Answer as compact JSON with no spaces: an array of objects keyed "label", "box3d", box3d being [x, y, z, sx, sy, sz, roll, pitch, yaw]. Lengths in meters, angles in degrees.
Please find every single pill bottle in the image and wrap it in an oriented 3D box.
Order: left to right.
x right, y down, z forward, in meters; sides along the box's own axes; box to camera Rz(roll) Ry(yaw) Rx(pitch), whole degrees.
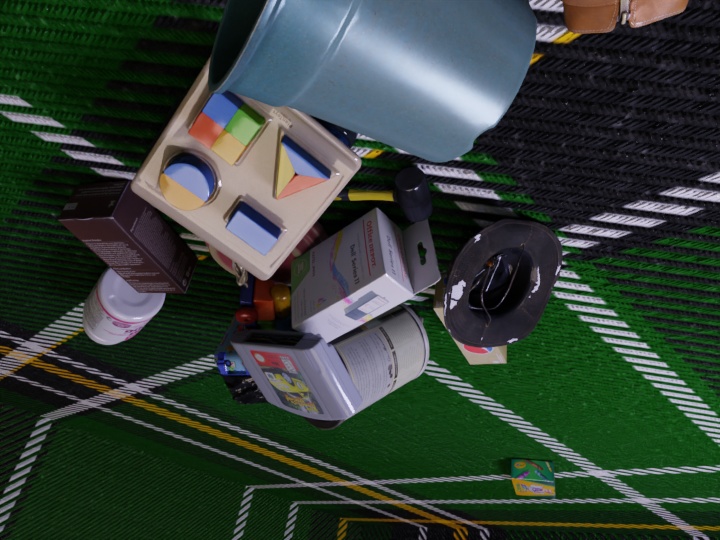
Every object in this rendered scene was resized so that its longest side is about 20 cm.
[{"label":"pill bottle","box3d":[-0.444,0.066,1.017,0.113,0.115,0.199,28,145,-25]}]

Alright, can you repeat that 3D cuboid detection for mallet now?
[{"label":"mallet","box3d":[-0.008,-0.102,0.693,0.197,0.042,0.066,8,148,14]}]

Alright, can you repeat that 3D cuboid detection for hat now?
[{"label":"hat","box3d":[0.174,0.010,0.746,0.200,0.201,0.081,37,180,-35]}]

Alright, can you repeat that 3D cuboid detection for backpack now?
[{"label":"backpack","box3d":[-0.131,0.144,0.975,0.198,0.184,0.136,-1,131,24]}]

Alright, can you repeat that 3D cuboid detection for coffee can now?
[{"label":"coffee can","box3d":[-0.005,0.142,0.875,0.199,0.148,0.146,-18,173,-44]}]

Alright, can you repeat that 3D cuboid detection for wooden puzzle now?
[{"label":"wooden puzzle","box3d":[-0.126,-0.096,0.584,0.184,0.046,0.200,36,116,-17]}]

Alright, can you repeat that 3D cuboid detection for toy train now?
[{"label":"toy train","box3d":[-0.124,0.034,0.808,0.114,0.086,0.201,1,149,-4]}]

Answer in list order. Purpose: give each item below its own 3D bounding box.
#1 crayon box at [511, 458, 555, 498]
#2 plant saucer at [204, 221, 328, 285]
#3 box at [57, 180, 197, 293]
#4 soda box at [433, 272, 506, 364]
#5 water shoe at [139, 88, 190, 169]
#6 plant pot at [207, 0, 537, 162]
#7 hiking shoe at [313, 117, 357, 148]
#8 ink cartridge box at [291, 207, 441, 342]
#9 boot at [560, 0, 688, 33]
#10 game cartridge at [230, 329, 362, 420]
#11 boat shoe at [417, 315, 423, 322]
[{"label":"crayon box","box3d":[0.513,0.616,1.626,0.117,0.059,0.201,-2,146,20]},{"label":"plant saucer","box3d":[-0.147,-0.036,0.822,0.198,0.051,0.201,9,149,5]},{"label":"box","box3d":[-0.352,-0.045,0.854,0.099,0.076,0.201,0,148,18]},{"label":"soda box","box3d":[0.182,0.080,0.888,0.067,0.065,0.200,-6,145,26]},{"label":"water shoe","box3d":[-0.195,-0.151,0.661,0.078,0.072,0.199,0,159,-46]},{"label":"plant pot","box3d":[0.012,-0.188,0.417,0.194,0.203,0.200,20,148,-28]},{"label":"hiking shoe","box3d":[-0.079,-0.116,0.639,0.074,0.088,0.199,34,141,-32]},{"label":"ink cartridge box","box3d":[0.000,0.000,0.728,0.199,0.118,0.067,-31,136,26]},{"label":"boot","box3d":[0.224,-0.243,0.364,0.198,0.074,0.155,7,149,30]},{"label":"game cartridge","box3d":[-0.091,0.145,0.763,0.199,0.041,0.134,-4,125,46]},{"label":"boat shoe","box3d":[0.055,0.135,1.004,0.072,0.075,0.200,17,147,-9]}]
